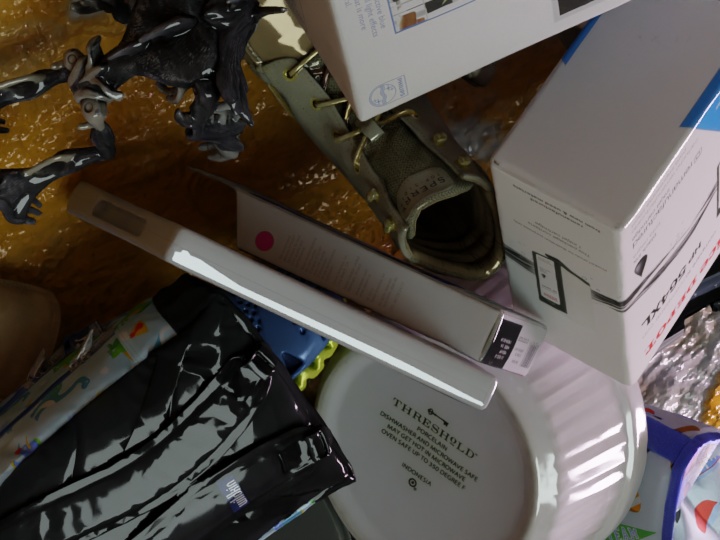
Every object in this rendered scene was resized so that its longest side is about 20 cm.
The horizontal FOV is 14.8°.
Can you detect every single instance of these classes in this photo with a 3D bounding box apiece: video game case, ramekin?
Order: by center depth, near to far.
[{"bbox_3d":[-0.045,0.011,1.483,0.199,0.182,0.023,26,89,-24],"label":"video game case"},{"bbox_3d":[0.061,0.099,1.641,0.094,0.202,0.203,-28,148,-51],"label":"ramekin"}]

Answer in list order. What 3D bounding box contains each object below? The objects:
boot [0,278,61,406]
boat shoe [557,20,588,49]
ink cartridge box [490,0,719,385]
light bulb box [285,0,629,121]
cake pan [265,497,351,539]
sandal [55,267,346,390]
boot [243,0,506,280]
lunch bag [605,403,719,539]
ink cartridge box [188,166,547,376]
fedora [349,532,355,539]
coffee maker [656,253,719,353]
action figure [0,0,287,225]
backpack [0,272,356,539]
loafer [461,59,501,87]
[{"bbox_3d":[-0.284,0.067,1.518,0.199,0.066,0.175,14,120,-40],"label":"boot"},{"bbox_3d":[0.209,-0.109,1.566,0.063,0.199,0.073,-55,169,-15],"label":"boat shoe"},{"bbox_3d":[0.146,-0.049,1.487,0.146,0.084,0.200,-55,160,-17],"label":"ink cartridge box"},{"bbox_3d":[0.041,-0.212,1.350,0.199,0.199,0.125,-24,140,-7],"label":"light bulb box"},{"bbox_3d":[-0.096,0.182,1.645,0.199,0.201,0.037,-17,171,-16],"label":"cake pan"},{"bbox_3d":[-0.100,0.049,1.605,0.199,0.080,0.087,-30,134,-4],"label":"sandal"},{"bbox_3d":[0.000,-0.086,1.474,0.072,0.155,0.200,-39,139,7],"label":"boot"},{"bbox_3d":[0.157,0.134,1.738,0.124,0.170,0.200,-54,148,-19],"label":"lunch bag"},{"bbox_3d":[0.000,0.000,1.515,0.037,0.199,0.095,-64,160,3],"label":"ink cartridge box"},{"bbox_3d":[-0.061,0.177,1.733,0.200,0.092,0.201,-17,136,-17],"label":"fedora"},{"bbox_3d":[0.203,-0.050,1.672,0.199,0.135,0.193,-22,112,-12],"label":"coffee maker"},{"bbox_3d":[-0.112,-0.105,1.418,0.199,0.119,0.102,-26,176,22],"label":"action figure"},{"bbox_3d":[-0.133,0.113,1.523,0.200,0.154,0.163,-46,123,-13],"label":"backpack"},{"bbox_3d":[0.051,-0.146,1.473,0.068,0.075,0.200,-59,176,3],"label":"loafer"}]
